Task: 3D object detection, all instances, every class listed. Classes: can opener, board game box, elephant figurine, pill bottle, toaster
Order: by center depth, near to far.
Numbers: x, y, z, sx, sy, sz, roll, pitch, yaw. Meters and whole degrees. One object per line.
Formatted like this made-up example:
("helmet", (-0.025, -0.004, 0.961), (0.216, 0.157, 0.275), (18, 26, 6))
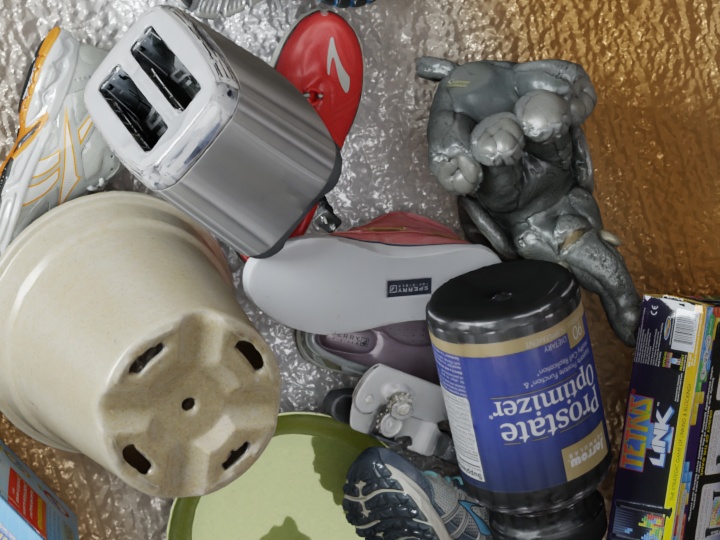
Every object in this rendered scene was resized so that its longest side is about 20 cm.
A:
("toaster", (-0.104, -0.096, 1.562), (0.114, 0.200, 0.129), (-49, 132, 10))
("board game box", (-0.282, 0.143, 1.574), (0.056, 0.200, 0.196), (-43, 99, -2))
("pill bottle", (0.118, 0.103, 1.611), (0.111, 0.112, 0.201), (-17, 112, -7))
("elephant figurine", (0.129, -0.051, 1.666), (0.141, 0.155, 0.200), (-11, 130, 25))
("board game box", (0.252, 0.119, 1.680), (0.057, 0.165, 0.201), (10, 93, 30))
("can opener", (0.069, 0.116, 1.690), (0.199, 0.066, 0.053), (21, 94, -28))

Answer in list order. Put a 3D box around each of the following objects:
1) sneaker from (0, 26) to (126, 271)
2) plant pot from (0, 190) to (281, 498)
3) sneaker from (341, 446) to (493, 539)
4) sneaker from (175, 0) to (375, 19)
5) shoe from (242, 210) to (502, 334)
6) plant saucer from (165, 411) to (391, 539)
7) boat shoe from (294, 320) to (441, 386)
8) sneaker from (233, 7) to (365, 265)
("sneaker", (-0.213, -0.069, 1.632), (0.092, 0.076, 0.201), (17, 93, -15))
("plant pot", (-0.147, 0.066, 1.568), (0.200, 0.183, 0.201), (-9, 111, -23))
("sneaker", (0.059, 0.182, 1.674), (0.200, 0.077, 0.087), (50, 51, -36))
("sneaker", (-0.065, -0.229, 1.643), (0.199, 0.087, 0.075), (-8, 106, -32))
("shoe", (0.000, 0.000, 1.646), (0.199, 0.091, 0.072), (-1, 105, -21))
("plant saucer", (-0.049, 0.204, 1.702), (0.199, 0.031, 0.201), (-1, 94, -9))
("boat shoe", (0.053, 0.059, 1.688), (0.201, 0.065, 0.075), (10, 93, -9))
("sneaker", (-0.040, -0.092, 1.650), (0.077, 0.085, 0.201), (15, 93, -11))
